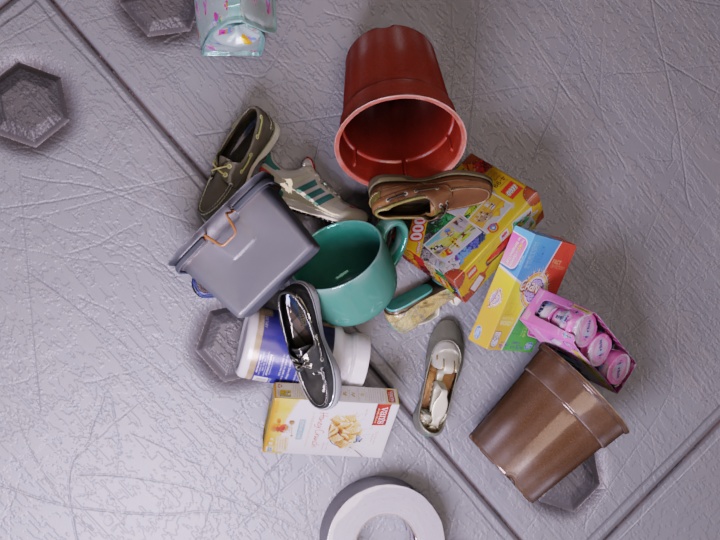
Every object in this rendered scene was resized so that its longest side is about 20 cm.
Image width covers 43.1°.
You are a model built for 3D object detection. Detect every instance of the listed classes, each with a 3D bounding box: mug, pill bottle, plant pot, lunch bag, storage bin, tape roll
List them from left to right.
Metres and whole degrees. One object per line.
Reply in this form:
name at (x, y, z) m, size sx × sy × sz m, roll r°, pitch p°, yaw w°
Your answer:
lunch bag at (-0.193, -0.431, 1.397) m, size 0.122 × 0.200 × 0.171 m, roll -2°, pitch 89°, yaw -12°
storage bin at (-0.163, -0.030, 1.355) m, size 0.200 × 0.146 × 0.134 m, roll -45°, pitch 85°, yaw 3°
pill bottle at (-0.091, 0.130, 1.453) m, size 0.200 × 0.116 × 0.116 m, roll 12°, pitch 87°, yaw -12°
mug at (-0.004, 0.008, 1.433) m, size 0.185 × 0.152 × 0.114 m, roll -16°, pitch 132°, yaw 12°
tape roll at (0.035, 0.444, 1.500) m, size 0.200 × 0.066 × 0.201 m, roll 0°, pitch 89°, yaw -11°
plant pot at (0.055, -0.266, 1.431) m, size 0.200 × 0.201 × 0.196 m, roll 5°, pitch 52°, yaw -12°
plant pot at (0.298, 0.259, 1.503) m, size 0.198 × 0.200 × 0.200 m, roll -43°, pitch 97°, yaw -1°

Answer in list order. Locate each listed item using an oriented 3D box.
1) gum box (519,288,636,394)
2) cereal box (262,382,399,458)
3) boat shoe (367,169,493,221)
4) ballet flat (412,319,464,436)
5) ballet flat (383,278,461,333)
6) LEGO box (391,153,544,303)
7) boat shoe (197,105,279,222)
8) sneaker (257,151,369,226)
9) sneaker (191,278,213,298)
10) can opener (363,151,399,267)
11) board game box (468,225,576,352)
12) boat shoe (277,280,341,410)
gum box at (0.358, 0.115, 1.503) m, size 0.066 × 0.113 × 0.200 m, roll -55°, pitch 131°, yaw -8°
cereal box at (-0.049, 0.241, 1.456) m, size 0.200 × 0.040 × 0.144 m, roll 5°, pitch 133°, yaw -11°
boat shoe at (0.112, -0.108, 1.425) m, size 0.200 × 0.072 × 0.068 m, roll -5°, pitch 50°, yaw -3°
ballet flat at (0.138, 0.181, 1.526) m, size 0.067 × 0.064 × 0.200 m, roll 15°, pitch 86°, yaw -11°
ballet flat at (0.132, 0.042, 1.532) m, size 0.200 × 0.071 × 0.071 m, roll -30°, pitch 95°, yaw -11°
LEGO box at (0.175, -0.071, 1.491) m, size 0.200 × 0.077 × 0.149 m, roll -47°, pitch 55°, yaw -10°
boat shoe at (-0.204, -0.169, 1.448) m, size 0.202 × 0.072 × 0.060 m, roll -60°, pitch 145°, yaw -11°
sneaker at (-0.073, -0.133, 1.483) m, size 0.199 × 0.070 × 0.094 m, roll 16°, pitch 92°, yaw -8°
sneaker at (-0.183, -0.024, 1.455) m, size 0.200 × 0.078 × 0.075 m, roll -35°, pitch 95°, yaw -10°
can opener at (0.039, -0.102, 1.522) m, size 0.053 × 0.067 × 0.200 m, roll 8°, pitch 100°, yaw -15°
board game box at (0.268, 0.034, 1.501) m, size 0.153 × 0.040 × 0.200 m, roll 8°, pitch 106°, yaw -51°
boat shoe at (-0.082, 0.116, 1.353) m, size 0.069 × 0.057 × 0.200 m, roll -11°, pitch 96°, yaw 28°
